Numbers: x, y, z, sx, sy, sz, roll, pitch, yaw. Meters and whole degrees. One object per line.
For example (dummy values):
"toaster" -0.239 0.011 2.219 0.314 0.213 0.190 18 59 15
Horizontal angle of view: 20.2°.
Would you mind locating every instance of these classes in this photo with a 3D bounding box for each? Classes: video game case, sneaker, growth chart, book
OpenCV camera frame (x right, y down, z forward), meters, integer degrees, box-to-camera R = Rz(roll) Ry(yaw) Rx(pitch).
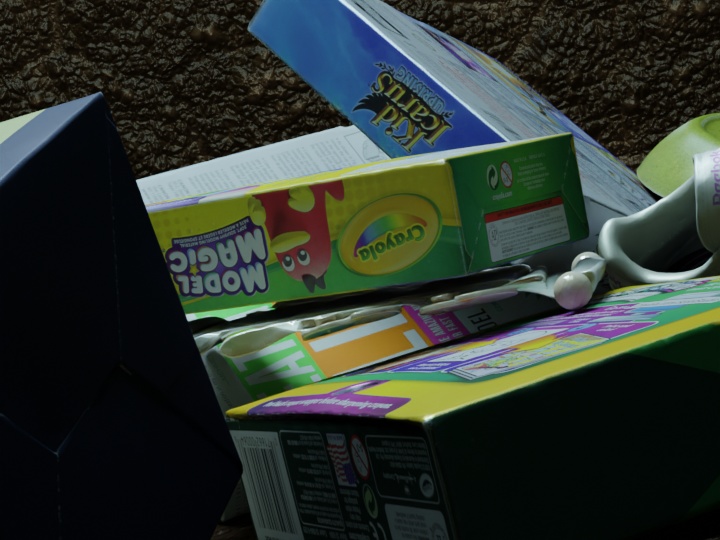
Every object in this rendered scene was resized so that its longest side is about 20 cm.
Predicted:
"video game case" 0.067 -0.055 0.949 0.181 0.200 0.045 17 -68 -52
"sneaker" 0.188 -0.017 0.799 0.200 0.075 0.100 -22 -41 27
"growth chart" 0.002 0.016 0.778 0.200 0.018 0.145 -10 3 18
"book" -0.002 0.032 0.915 0.200 0.048 0.134 -18 45 -25

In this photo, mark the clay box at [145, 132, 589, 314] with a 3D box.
"clay box" -0.024 -0.014 0.800 0.200 0.048 0.115 -9 3 31

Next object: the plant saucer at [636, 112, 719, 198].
"plant saucer" 0.236 -0.047 0.984 0.200 0.031 0.200 6 16 -2

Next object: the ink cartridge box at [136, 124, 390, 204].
"ink cartridge box" 0.000 0.000 1.025 0.200 0.163 0.057 -15 -37 -31

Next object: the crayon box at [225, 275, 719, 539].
"crayon box" 0.067 0.048 0.662 0.172 0.058 0.200 -16 2 -20

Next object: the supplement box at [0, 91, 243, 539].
"supplement box" -0.164 0.061 0.561 0.199 0.134 0.200 -15 16 14
